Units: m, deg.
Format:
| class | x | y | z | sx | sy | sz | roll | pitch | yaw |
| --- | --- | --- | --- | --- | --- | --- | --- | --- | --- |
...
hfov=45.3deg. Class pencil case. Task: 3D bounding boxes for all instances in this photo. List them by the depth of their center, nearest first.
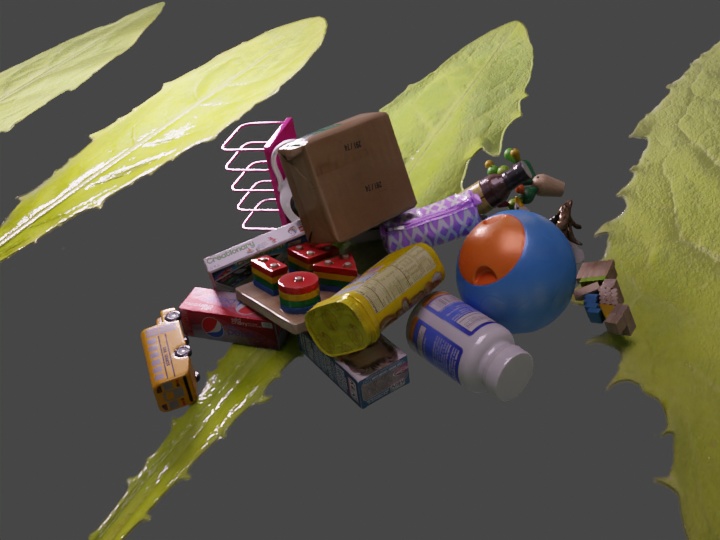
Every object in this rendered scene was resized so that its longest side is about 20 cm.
| class | x | y | z | sx | sy | sz | roll | pitch | yaw |
| --- | --- | --- | --- | --- | --- | --- | --- | --- | --- |
| pencil case | 0.127 | -0.087 | 1.600 | 0.197 | 0.086 | 0.085 | -20 | 59 | -1 |

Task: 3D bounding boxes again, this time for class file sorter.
| class | x | y | z | sx | sy | sz | roll | pitch | yaw |
| --- | --- | --- | --- | --- | --- | --- | --- | --- | --- |
| file sorter | -0.202 | -0.199 | 1.831 | 0.123 | 0.203 | 0.140 | 2 | 34 | 19 |

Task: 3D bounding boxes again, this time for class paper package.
| class | x | y | z | sx | sy | sz | roll | pitch | yaw |
| --- | --- | --- | --- | --- | --- | --- | --- | --- | --- |
| paper package | -0.021 | -0.165 | 1.539 | 0.198 | 0.194 | 0.103 | -27 | 14 | -31 |

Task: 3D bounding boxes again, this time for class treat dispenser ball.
| class | x | y | z | sx | sy | sz | roll | pitch | yaw |
| --- | --- | --- | --- | --- | --- | --- | --- | --- | --- |
| treat dispenser ball | 0.256 | 0.003 | 1.426 | 0.197 | 0.204 | 0.202 | -6 | 33 | 4 |

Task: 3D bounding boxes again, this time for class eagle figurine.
| class | x | y | z | sx | sy | sz | roll | pitch | yaw |
| --- | --- | --- | --- | --- | --- | --- | --- | --- | --- |
| eagle figurine | 0.307 | -0.065 | 1.610 | 0.198 | 0.154 | 0.150 | -25 | -24 | 37 |

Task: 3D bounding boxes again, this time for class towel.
| class | x | y | z | sx | sy | sz | roll | pitch | yaw |
| --- | --- | --- | --- | --- | --- | --- | --- | --- | --- |
| towel | 0.000 | 0.000 | 1.638 | 0.198 | 0.037 | 0.148 | -29 | 38 | -26 |

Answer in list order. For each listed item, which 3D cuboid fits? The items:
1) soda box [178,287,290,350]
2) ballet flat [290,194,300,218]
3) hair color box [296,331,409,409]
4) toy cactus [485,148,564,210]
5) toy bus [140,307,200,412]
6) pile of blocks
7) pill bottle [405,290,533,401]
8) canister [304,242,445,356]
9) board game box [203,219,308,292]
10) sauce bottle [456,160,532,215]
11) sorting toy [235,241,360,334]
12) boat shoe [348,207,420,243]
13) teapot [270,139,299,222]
| class | x | y | z | sx | sy | sz | roll | pitch | yaw |
| --- | --- | --- | --- | --- | --- | --- | --- | --- | --- |
| soda box | -0.221 | 0.084 | 1.539 | 0.196 | 0.064 | 0.070 | 7 | 36 | 21 |
| ballet flat | -0.058 | -0.130 | 1.617 | 0.197 | 0.074 | 0.073 | -10 | 29 | -35 |
| hair color box | -0.016 | 0.134 | 1.421 | 0.099 | 0.061 | 0.199 | -25 | 38 | -24 |
| toy cactus | 0.339 | -0.176 | 1.792 | 0.162 | 0.104 | 0.201 | 12 | 32 | -3 |
| toy bus | -0.324 | 0.147 | 1.469 | 0.077 | 0.066 | 0.201 | -18 | 35 | -11 |
| pile of blocks | 0.406 | 0.059 | 1.445 | 0.081 | 0.063 | 0.201 | -21 | 27 | 17 |
| pill bottle | 0.171 | 0.121 | 1.352 | 0.111 | 0.114 | 0.199 | -28 | 39 | -27 |
| canister | 0.026 | 0.043 | 1.375 | 0.199 | 0.087 | 0.148 | -36 | 9 | -35 |
| board game box | -0.184 | -0.014 | 1.602 | 0.197 | 0.127 | 0.035 | -23 | 61 | -11 |
| sauce bottle | 0.243 | -0.145 | 1.691 | 0.198 | 0.065 | 0.065 | -30 | 25 | 26 |
| sorting toy | -0.088 | 0.016 | 1.497 | 0.198 | 0.071 | 0.198 | -19 | 28 | -33 |
| boat shoe | 0.053 | -0.097 | 1.676 | 0.196 | 0.073 | 0.071 | -1 | 27 | -19 |
| teapot | -0.062 | -0.166 | 1.733 | 0.198 | 0.147 | 0.198 | -8 | 49 | -47 |
